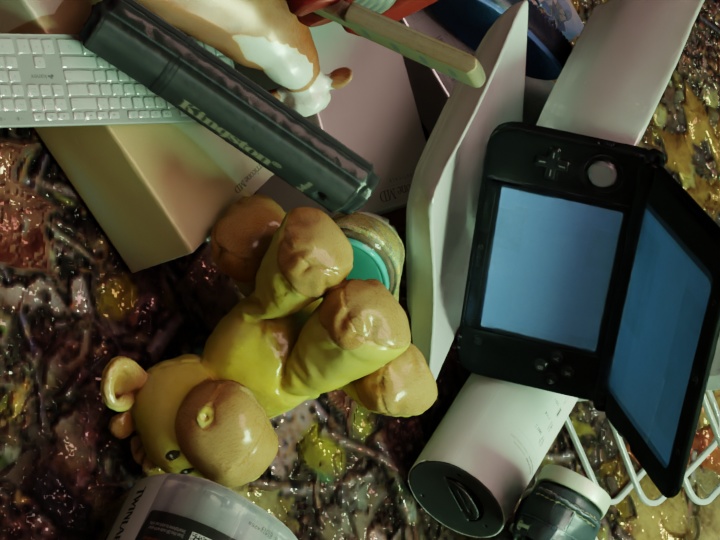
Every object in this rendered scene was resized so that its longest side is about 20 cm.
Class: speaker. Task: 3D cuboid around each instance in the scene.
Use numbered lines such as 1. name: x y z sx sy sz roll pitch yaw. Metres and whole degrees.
1. speaker: 0.114 0.100 1.300 0.081 0.081 0.201 51 52 -21

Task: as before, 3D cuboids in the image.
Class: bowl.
1. bowl: 0.171 -0.102 1.290 0.074 0.201 0.201 24 51 6

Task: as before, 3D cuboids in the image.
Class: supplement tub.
1. supplement tub: -0.121 0.232 1.030 0.122 0.122 0.201 43 55 -26

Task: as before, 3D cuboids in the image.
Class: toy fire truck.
1. toy fire truck: 0.008 -0.183 1.069 0.176 0.128 0.202 5 66 -60

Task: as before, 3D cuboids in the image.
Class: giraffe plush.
1. giraffe plush: -0.075 0.066 1.094 0.162 0.200 0.173 -41 101 -21

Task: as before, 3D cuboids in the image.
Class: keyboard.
1. keyboard: -0.152 -0.115 1.058 0.199 0.011 0.057 -6 84 -43

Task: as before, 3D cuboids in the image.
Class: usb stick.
1. usb stick: -0.079 -0.098 1.048 0.199 0.055 0.033 34 62 -13

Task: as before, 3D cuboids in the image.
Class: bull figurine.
1. bull figurine: -0.084 -0.175 1.094 0.199 0.065 0.122 29 37 -43

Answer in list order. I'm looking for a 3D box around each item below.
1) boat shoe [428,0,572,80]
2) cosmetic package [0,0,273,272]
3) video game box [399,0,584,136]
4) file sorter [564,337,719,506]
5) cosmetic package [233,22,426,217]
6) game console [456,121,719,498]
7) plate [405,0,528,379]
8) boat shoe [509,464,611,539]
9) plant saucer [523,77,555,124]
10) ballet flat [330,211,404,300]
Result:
1. boat shoe: 0.086 -0.218 1.275 0.200 0.084 0.069 38 67 -27
2. cosmetic package: -0.151 -0.112 1.115 0.201 0.071 0.105 56 50 -17
3. video game box: 0.068 -0.230 1.350 0.182 0.047 0.201 -37 101 -39
4. file sorter: 0.272 0.104 1.366 0.138 0.199 0.125 -37 109 -40
5. cosmetic package: -0.030 -0.131 1.221 0.107 0.084 0.202 -19 93 -46
6. game console: 0.149 0.025 1.165 0.117 0.174 0.202 -63 163 -57
7. plate: 0.070 -0.056 1.214 0.201 0.032 0.201 88 23 -50
8. boat shoe: 0.137 0.197 1.251 0.074 0.200 0.062 30 71 8
9. plant saucer: 0.150 -0.069 1.400 0.200 0.039 0.203 10 74 -40
10. ballet flat: 0.000 0.000 1.162 0.070 0.201 0.071 1 63 -2
